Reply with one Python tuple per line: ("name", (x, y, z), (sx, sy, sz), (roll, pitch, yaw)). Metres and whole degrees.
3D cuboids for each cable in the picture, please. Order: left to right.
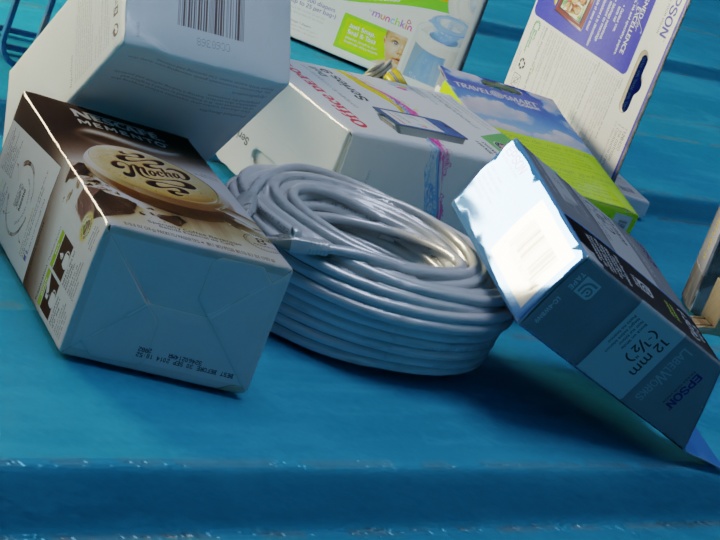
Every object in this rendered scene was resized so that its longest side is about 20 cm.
("cable", (0.000, 0.000, 1.547), (0.199, 0.070, 0.200), (21, 15, -9))

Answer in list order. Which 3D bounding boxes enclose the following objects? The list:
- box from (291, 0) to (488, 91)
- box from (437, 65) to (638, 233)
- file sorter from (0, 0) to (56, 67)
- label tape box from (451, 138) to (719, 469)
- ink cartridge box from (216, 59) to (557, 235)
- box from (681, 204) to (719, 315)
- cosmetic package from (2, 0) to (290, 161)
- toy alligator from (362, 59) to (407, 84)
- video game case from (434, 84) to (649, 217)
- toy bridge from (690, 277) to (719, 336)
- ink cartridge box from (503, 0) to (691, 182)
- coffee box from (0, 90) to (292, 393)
("box", (0.012, -0.251, 2.317), (0.199, 0.113, 0.101), (22, 15, 2))
("box", (0.133, -0.091, 2.034), (0.121, 0.048, 0.200), (15, 24, -26))
("file sorter", (-0.193, -0.194, 1.820), (0.138, 0.123, 0.200), (9, 20, -38))
("label tape box", (0.160, 0.023, 1.562), (0.200, 0.066, 0.144), (35, 17, -32))
("ink cartridge box", (0.017, -0.076, 1.789), (0.199, 0.088, 0.145), (8, 22, -38))
("box", (0.367, -0.011, 1.923), (0.199, 0.159, 0.048), (21, 13, -6))
("cosmetic package", (-0.132, -0.117, 1.519), (0.112, 0.082, 0.200), (13, -25, -27))
("toy alligator", (0.015, -0.120, 1.938), (0.055, 0.059, 0.200), (61, -6, 1))
("video game case", (0.156, -0.106, 2.211), (0.142, 0.018, 0.200), (15, 17, -23))
("toy bridge", (0.175, 0.018, 1.729), (0.199, 0.068, 0.027), (17, 16, -24))
("ink cartridge box", (0.208, -0.183, 2.134), (0.047, 0.199, 0.200), (10, 20, -35))
("coffee box", (-0.129, -0.019, 1.402), (0.112, 0.080, 0.200), (14, 18, -27))
